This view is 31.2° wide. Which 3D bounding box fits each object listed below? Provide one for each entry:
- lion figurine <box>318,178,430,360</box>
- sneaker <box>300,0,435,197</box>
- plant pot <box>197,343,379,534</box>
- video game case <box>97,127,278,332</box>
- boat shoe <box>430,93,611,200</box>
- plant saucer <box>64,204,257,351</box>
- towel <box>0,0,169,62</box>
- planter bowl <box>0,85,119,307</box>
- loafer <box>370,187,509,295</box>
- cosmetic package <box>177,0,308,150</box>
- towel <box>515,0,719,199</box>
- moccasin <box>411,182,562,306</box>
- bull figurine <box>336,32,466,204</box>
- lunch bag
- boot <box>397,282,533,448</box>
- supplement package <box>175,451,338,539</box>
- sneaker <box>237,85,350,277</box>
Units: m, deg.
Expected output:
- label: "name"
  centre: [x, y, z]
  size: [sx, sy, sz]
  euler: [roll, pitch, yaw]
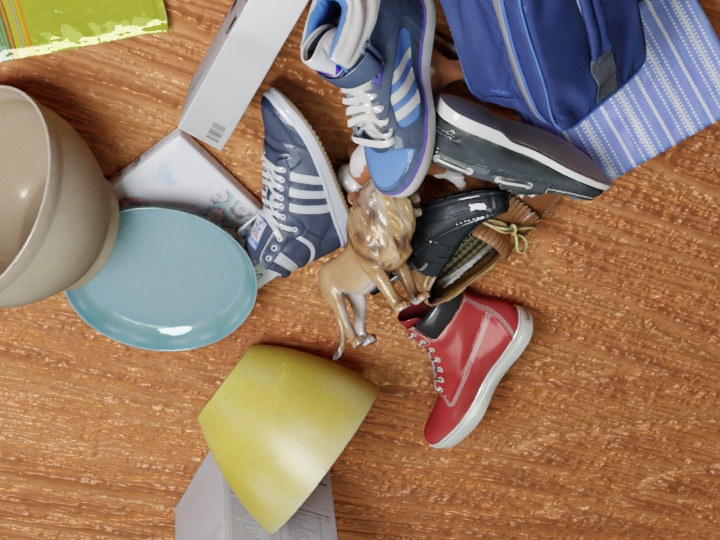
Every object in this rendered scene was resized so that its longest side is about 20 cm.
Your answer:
- label: "lion figurine"
  centre: [0.000, 0.000, 1.272]
  size: [0.072, 0.123, 0.200]
  euler: [-23, 167, -46]
- label: "sneaker"
  centre: [-0.005, -0.160, 1.129]
  size: [0.146, 0.080, 0.202]
  euler: [-10, 109, -45]
- label: "plant pot"
  centre: [-0.094, 0.164, 1.414]
  size: [0.142, 0.200, 0.200]
  euler: [37, 119, -2]
- label: "video game case"
  centre: [-0.186, -0.030, 1.330]
  size: [0.181, 0.024, 0.200]
  euler: [-34, 125, 18]
- label: "boat shoe"
  centre: [0.145, -0.104, 1.222]
  size: [0.198, 0.076, 0.061]
  euler: [22, 116, -19]
- label: "plant saucer"
  centre: [-0.203, 0.005, 1.315]
  size: [0.198, 0.028, 0.201]
  euler: [-1, 134, -1]
- label: "towel"
  centre: [-0.276, -0.233, 1.156]
  size: [0.198, 0.018, 0.087]
  euler: [-10, 131, 0]
- label: "planter bowl"
  centre: [-0.310, -0.054, 1.202]
  size: [0.200, 0.202, 0.134]
  euler: [-37, 149, 21]
- label: "loafer"
  centre: [0.072, -0.030, 1.296]
  size: [0.200, 0.071, 0.068]
  euler: [-23, 172, 40]
- label: "cosmetic package"
  centre: [-0.097, -0.213, 1.153]
  size: [0.050, 0.083, 0.201]
  euler: [27, 121, -14]
- label: "towel"
  centre: [0.256, -0.172, 1.244]
  size: [0.199, 0.024, 0.145]
  euler: [-30, 106, 16]
- label: "moccasin"
  centre: [0.134, -0.039, 1.329]
  size: [0.201, 0.078, 0.074]
  euler: [-37, 125, 15]
- label: "bull figurine"
  centre: [0.053, -0.137, 1.250]
  size: [0.120, 0.065, 0.201]
  euler: [6, 130, -17]
- label: "lunch bag"
  centre: [0.162, -0.232, 1.113]
  size: [0.136, 0.132, 0.201]
  euler: [-42, 132, -19]
- label: "boot"
  centre: [0.085, 0.105, 1.451]
  size: [0.143, 0.073, 0.201]
  euler: [18, 116, -21]
- label: "supplement package"
  centre: [-0.123, 0.327, 1.515]
  size: [0.149, 0.201, 0.152]
  euler: [18, 125, -21]
- label: "sneaker"
  centre: [-0.080, -0.077, 1.259]
  size: [0.108, 0.070, 0.201]
  euler: [-32, 132, -8]
